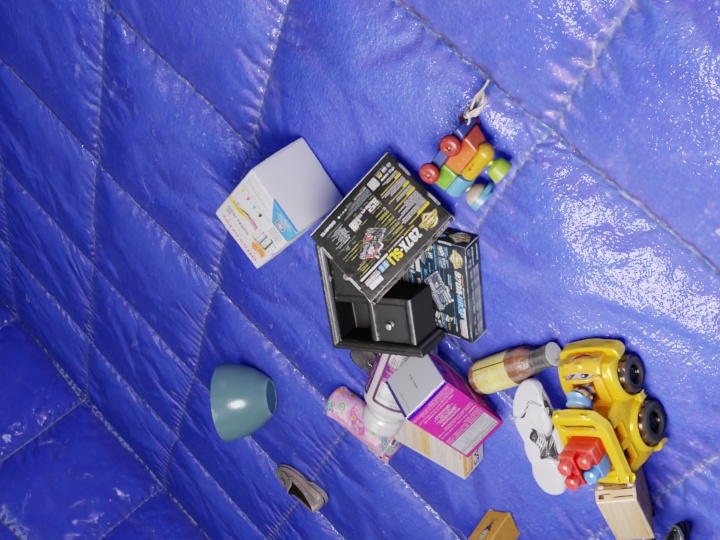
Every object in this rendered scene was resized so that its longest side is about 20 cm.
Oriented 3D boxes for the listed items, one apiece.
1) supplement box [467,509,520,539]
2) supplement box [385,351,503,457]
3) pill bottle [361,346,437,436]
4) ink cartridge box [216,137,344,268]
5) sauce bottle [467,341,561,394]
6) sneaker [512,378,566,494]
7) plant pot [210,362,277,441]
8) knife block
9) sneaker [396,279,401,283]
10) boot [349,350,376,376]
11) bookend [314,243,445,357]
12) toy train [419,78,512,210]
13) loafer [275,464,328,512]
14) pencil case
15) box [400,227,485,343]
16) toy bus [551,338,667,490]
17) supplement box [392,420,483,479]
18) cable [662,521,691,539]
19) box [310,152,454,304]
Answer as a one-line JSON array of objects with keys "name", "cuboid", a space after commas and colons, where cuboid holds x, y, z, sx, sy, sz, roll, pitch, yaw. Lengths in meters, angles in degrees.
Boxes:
[{"name": "supplement box", "cuboid": [0.252, 0.591, 1.598, 0.066, 0.200, 0.070, -11, 116, 50]}, {"name": "supplement box", "cuboid": [0.155, 0.241, 1.405, 0.199, 0.103, 0.102, 39, -168, -38]}, {"name": "pill bottle", "cuboid": [0.070, 0.218, 1.511, 0.111, 0.111, 0.204, 30, 113, 26]}, {"name": "ink cartridge box", "cuboid": [-0.161, -0.128, 1.510, 0.148, 0.144, 0.199, 53, 144, -3]}, {"name": "sauce bottle", "cuboid": [0.270, 0.170, 1.349, 0.067, 0.066, 0.199, 55, 145, -4]}, {"name": "sneaker", "cuboid": [0.333, 0.269, 1.331, 0.074, 0.114, 0.205, -9, 100, 49]}, {"name": "plant pot", "cuboid": [-0.295, 0.337, 2.025, 0.131, 0.201, 0.204, -8, 119, 10]}, {"name": "knife block", "cuboid": [0.441, 0.405, 1.256, 0.063, 0.199, 0.180, -14, 92, 24]}, {"name": "sneaker", "cuboid": [0.000, 0.000, 1.484, 0.199, 0.071, 0.083, 42, 106, 11]}, {"name": "boot", "cuboid": [-0.005, 0.147, 1.632, 0.201, 0.069, 0.132, 48, 149, 13]}, {"name": "bookend", "cuboid": [0.036, 0.038, 1.379, 0.196, 0.092, 0.204, 3, 111, 35]}, {"name": "toy train", "cuboid": [0.181, -0.180, 1.156, 0.115, 0.085, 0.200, 39, 143, 0]}, {"name": "loafer", "cuboid": [-0.181, 0.622, 2.209, 0.197, 0.063, 0.073, 21, 133, 36]}, {"name": "pencil case", "cuboid": [0.010, 0.351, 1.765, 0.198, 0.087, 0.089, 36, 140, 23]}, {"name": "box", "cuboid": [0.142, 0.017, 1.380, 0.157, 0.046, 0.204, 18, 131, 38]}, {"name": "toy bus", "cuboid": [0.361, 0.236, 1.201, 0.134, 0.191, 0.203, -11, 110, 52]}, {"name": "supplement box", "cuboid": [0.153, 0.321, 1.591, 0.198, 0.073, 0.128, 23, 135, 37]}, {"name": "cable", "cuboid": [0.505, 0.492, 1.276, 0.050, 0.162, 0.204, 33, 132, 32]}, {"name": "box", "cuboid": [0.036, -0.071, 1.306, 0.160, 0.200, 0.049, 44, -176, 13]}]
